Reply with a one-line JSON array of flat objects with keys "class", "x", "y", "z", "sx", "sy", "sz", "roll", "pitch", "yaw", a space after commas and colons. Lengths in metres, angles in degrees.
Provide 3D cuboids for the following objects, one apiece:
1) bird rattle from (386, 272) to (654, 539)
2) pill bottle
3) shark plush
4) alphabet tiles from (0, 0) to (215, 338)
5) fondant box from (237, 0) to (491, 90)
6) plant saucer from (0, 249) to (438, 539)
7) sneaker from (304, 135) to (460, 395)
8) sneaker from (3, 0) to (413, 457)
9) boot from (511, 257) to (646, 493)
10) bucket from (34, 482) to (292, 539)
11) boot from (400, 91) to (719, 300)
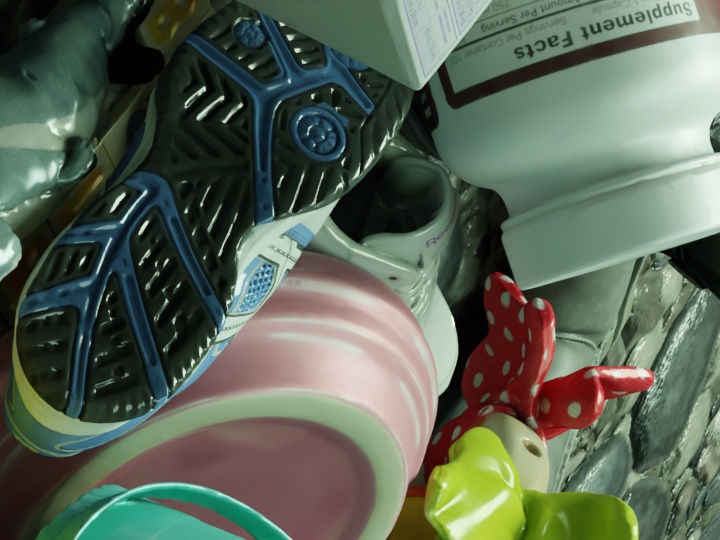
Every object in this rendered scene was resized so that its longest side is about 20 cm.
[{"class": "bird rattle", "x": 0.035, "y": 0.097, "z": 1.174, "sx": 0.163, "sy": 0.113, "sz": 0.200, "roll": -44, "pitch": -156, "yaw": 20}, {"class": "pill bottle", "x": 0.067, "y": -0.100, "z": 1.023, "sx": 0.113, "sy": 0.113, "sz": 0.201, "roll": -12, "pitch": 85, "yaw": -57}, {"class": "shark plush", "x": -0.117, "y": -0.053, "z": 0.901, "sx": 0.200, "sy": 0.091, "sz": 0.083, "roll": -39, "pitch": 112, "yaw": -26}, {"class": "alphabet tiles", "x": -0.096, "y": -0.017, "z": 1.039, "sx": 0.167, "sy": 0.008, "sz": 0.200, "roll": -53, "pitch": 152, "yaw": -18}, {"class": "fondant box", "x": 0.015, "y": -0.172, "z": 0.932, "sx": 0.200, "sy": 0.144, "sz": 0.058, "roll": -52, "pitch": 152, "yaw": -17}, {"class": "plant saucer", "x": -0.061, "y": 0.078, "z": 1.040, "sx": 0.200, "sy": 0.051, "sz": 0.201, "roll": -15, "pitch": 140, "yaw": -13}, {"class": "sneaker", "x": 0.000, "y": 0.000, "z": 1.071, "sx": 0.200, "sy": 0.099, "sz": 0.075, "roll": 50, "pitch": 54, "yaw": -50}, {"class": "sneaker", "x": -0.055, "y": -0.019, "z": 0.943, "sx": 0.200, "sy": 0.076, "sz": 0.077, "roll": -48, "pitch": 180, "yaw": -33}, {"class": "boot", "x": 0.070, "y": 0.061, "z": 1.304, "sx": 0.200, "sy": 0.072, "sz": 0.182, "roll": -59, "pitch": 156, "yaw": -29}, {"class": "bucket", "x": -0.061, "y": 0.175, "z": 0.936, "sx": 0.208, "sy": 0.134, "sz": 0.207, "roll": -60, "pitch": 168, "yaw": -23}, {"class": "boot", "x": 0.105, "y": -0.042, "z": 1.157, "sx": 0.066, "sy": 0.200, "sz": 0.165, "roll": -62, "pitch": 154, "yaw": 2}]
